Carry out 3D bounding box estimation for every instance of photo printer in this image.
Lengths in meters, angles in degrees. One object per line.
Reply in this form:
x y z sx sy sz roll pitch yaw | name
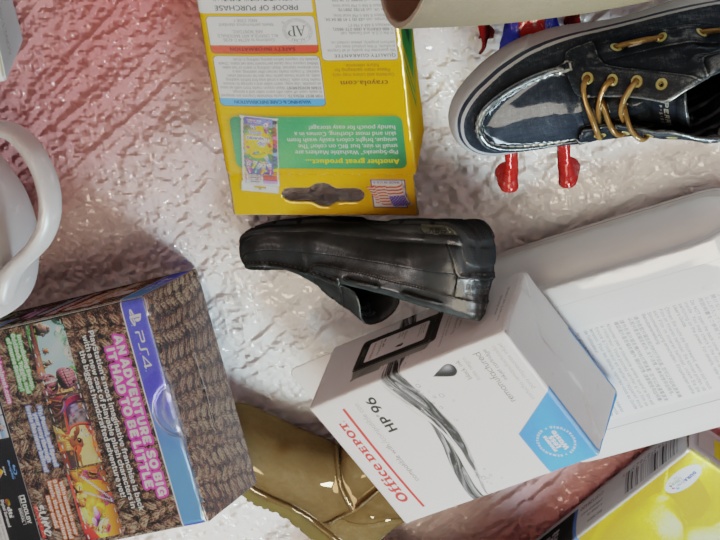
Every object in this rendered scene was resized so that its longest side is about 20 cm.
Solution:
0.201 0.035 1.731 0.200 0.069 0.166 -18 124 24 | photo printer

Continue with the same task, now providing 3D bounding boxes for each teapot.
-0.299 -0.047 1.693 0.200 0.197 0.146 -3 107 -10 | teapot

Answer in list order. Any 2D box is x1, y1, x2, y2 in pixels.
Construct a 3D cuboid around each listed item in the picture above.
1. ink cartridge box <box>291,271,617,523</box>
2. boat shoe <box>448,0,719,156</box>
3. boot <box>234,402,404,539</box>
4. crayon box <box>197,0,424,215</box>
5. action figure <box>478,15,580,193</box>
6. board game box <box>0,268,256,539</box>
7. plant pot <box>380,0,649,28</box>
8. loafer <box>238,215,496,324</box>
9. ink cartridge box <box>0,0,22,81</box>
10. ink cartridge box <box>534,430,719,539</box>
0.052 0.092 1.725 0.200 0.068 0.116 -23 117 32 | ink cartridge box
0.155 -0.106 1.565 0.200 0.091 0.071 -21 124 -2 | boat shoe
0.014 0.109 1.837 0.200 0.066 0.175 -35 123 30 | boot
-0.030 -0.128 1.648 0.126 0.052 0.200 1 129 9 | crayon box
0.105 -0.145 1.612 0.065 0.052 0.200 -1 125 4 | action figure
-0.196 0.102 1.801 0.200 0.097 0.160 -12 97 20 | board game box
0.126 -0.220 1.477 0.200 0.187 0.187 5 132 -12 | plant pot
0.000 0.000 1.701 0.201 0.068 0.070 3 93 39 | loafer
-0.325 -0.174 1.663 0.200 0.050 0.109 0 130 12 | ink cartridge box
0.249 0.216 1.895 0.200 0.047 0.198 34 127 -15 | ink cartridge box
